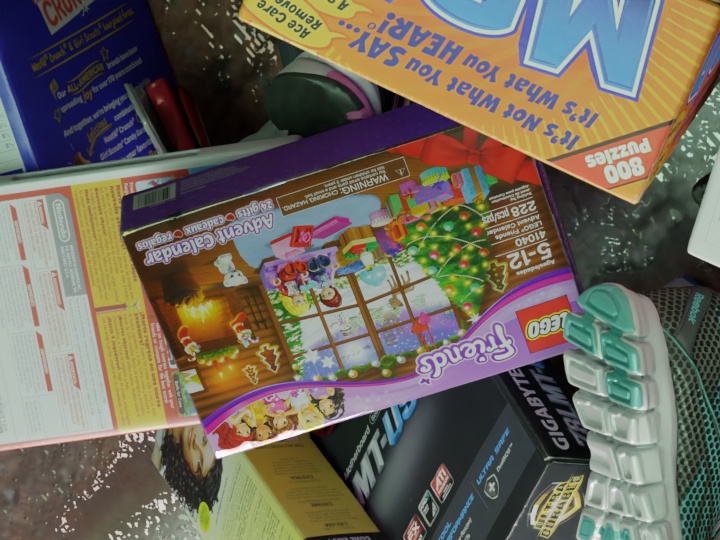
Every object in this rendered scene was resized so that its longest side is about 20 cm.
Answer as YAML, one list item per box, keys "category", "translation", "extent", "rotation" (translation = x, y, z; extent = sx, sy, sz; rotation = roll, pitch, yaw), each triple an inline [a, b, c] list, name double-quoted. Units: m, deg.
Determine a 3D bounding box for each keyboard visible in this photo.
- category: "keyboard"
  translation: [-0.078, -0.011, 1.523]
  extent: [0.011, 0.056, 0.201]
  rotation: [-26, 119, 3]

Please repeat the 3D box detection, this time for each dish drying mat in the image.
- category: "dish drying mat"
  translation: [-0.061, -0.007, 1.503]
  extent: [0.018, 0.077, 0.201]
  rotation: [-26, 81, 2]

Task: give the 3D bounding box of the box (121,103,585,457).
- category: "box"
  translation: [0.000, 0.000, 1.365]
  extent: [0.199, 0.039, 0.137]
  rotation: [-18, 120, 7]

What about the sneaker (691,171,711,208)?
- category: "sneaker"
  translation: [0.256, -0.031, 1.356]
  extent: [0.199, 0.074, 0.089]
  rotation: [-9, 104, 31]

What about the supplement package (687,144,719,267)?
- category: "supplement package"
  translation: [0.262, -0.035, 1.183]
  extent: [0.199, 0.120, 0.122]
  rotation: [26, 118, 21]

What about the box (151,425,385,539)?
- category: "box"
  translation: [-0.053, 0.125, 1.532]
  extent: [0.200, 0.050, 0.076]
  rotation: [48, 132, 51]

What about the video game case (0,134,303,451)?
- category: "video game case"
  translation: [-0.116, 0.014, 1.419]
  extent: [0.199, 0.017, 0.144]
  rotation: [-8, 110, 3]

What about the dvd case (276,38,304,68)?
- category: "dvd case"
  translation: [0.033, -0.181, 1.444]
  extent: [0.199, 0.025, 0.151]
  rotation: [-5, 108, 29]

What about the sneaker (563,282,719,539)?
- category: "sneaker"
  translation: [0.155, 0.099, 1.354]
  extent: [0.077, 0.091, 0.201]
  rotation: [23, 121, 56]

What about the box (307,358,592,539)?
- category: "box"
  translation: [0.035, 0.107, 1.484]
  extent: [0.199, 0.049, 0.201]
  rotation: [59, 133, 42]

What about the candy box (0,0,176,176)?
- category: "candy box"
  translation: [-0.158, -0.063, 1.508]
  extent: [0.077, 0.169, 0.201]
  rotation: [-11, 104, 26]

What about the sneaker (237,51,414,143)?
- category: "sneaker"
  translation: [-0.006, -0.078, 1.456]
  extent: [0.080, 0.086, 0.200]
  rotation: [40, 158, -1]

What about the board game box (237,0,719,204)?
- category: "board game box"
  translation: [0.094, -0.186, 1.281]
  extent: [0.199, 0.200, 0.201]
  rotation: [25, 115, 8]

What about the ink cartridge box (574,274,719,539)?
- category: "ink cartridge box"
  translation: [0.162, 0.128, 1.464]
  extent: [0.146, 0.086, 0.200]
  rotation: [37, 124, 10]
